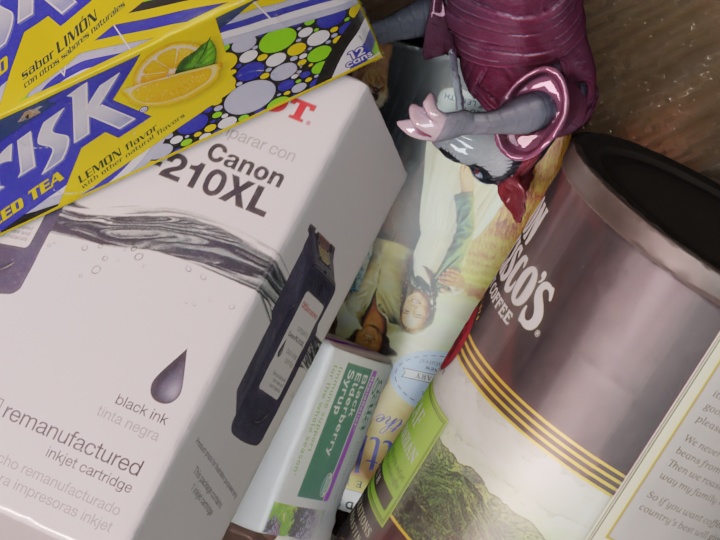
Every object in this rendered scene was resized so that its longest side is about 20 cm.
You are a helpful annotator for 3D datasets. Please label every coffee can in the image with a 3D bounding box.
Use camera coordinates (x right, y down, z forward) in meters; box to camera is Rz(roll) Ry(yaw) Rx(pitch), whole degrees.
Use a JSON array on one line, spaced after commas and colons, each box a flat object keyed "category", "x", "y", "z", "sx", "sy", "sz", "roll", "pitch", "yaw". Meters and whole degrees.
[{"category": "coffee can", "x": 0.094, "y": 0.070, "z": 1.086, "sx": 0.146, "sy": 0.146, "sz": 0.201, "roll": 31, "pitch": 105, "yaw": -1}]

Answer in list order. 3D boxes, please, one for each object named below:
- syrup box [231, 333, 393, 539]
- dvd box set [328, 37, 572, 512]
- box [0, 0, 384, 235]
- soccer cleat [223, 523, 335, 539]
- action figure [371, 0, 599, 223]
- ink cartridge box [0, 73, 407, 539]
[{"category": "syrup box", "x": -0.095, "y": 0.036, "z": 1.129, "sx": 0.199, "sy": 0.081, "sz": 0.079, "roll": 21, "pitch": 90, "yaw": 21}, {"category": "dvd box set", "x": 0.000, "y": 0.000, "z": 1.170, "sx": 0.145, "sy": 0.029, "sz": 0.201, "roll": 16, "pitch": 104, "yaw": 4}, {"category": "box", "x": -0.099, "y": -0.074, "z": 0.990, "sx": 0.199, "sy": 0.070, "sz": 0.065, "roll": -25, "pitch": 59, "yaw": 2}, {"category": "soccer cleat", "x": -0.014, "y": 0.141, "z": 1.161, "sx": 0.199, "sy": 0.069, "sz": 0.078, "roll": 20, "pitch": 141, "yaw": 16}, {"category": "action figure", "x": 0.059, "y": -0.112, "z": 1.074, "sx": 0.148, "sy": 0.134, "sz": 0.201, "roll": -22, "pitch": 131, "yaw": -13}, {"category": "ink cartridge box", "x": -0.092, "y": 0.006, "z": 1.041, "sx": 0.144, "sy": 0.084, "sz": 0.201, "roll": 21, "pitch": 72, "yaw": 20}]
